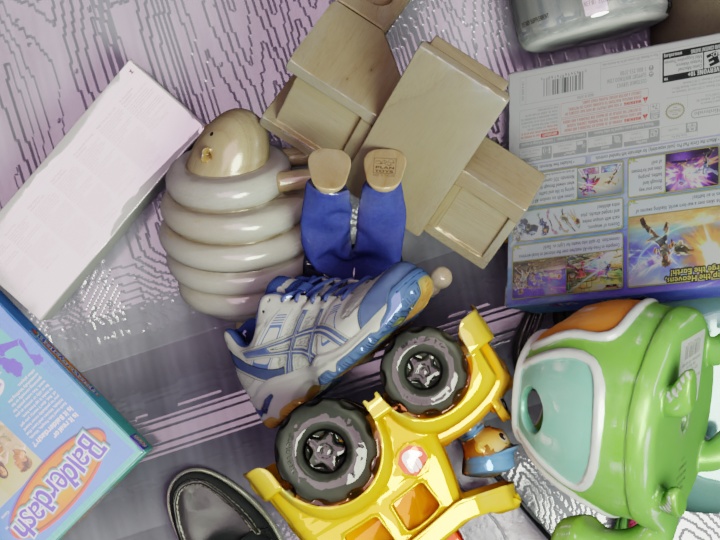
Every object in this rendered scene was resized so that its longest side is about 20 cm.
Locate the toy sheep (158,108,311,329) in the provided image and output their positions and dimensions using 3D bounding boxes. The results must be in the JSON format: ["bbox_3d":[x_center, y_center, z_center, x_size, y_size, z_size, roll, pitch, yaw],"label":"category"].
[{"bbox_3d":[-0.088,-0.028,1.391,0.137,0.138,0.201,-3,113,2],"label":"toy sheep"}]

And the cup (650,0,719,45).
[{"bbox_3d":[0.327,-0.187,1.368,0.199,0.143,0.202,0,90,2],"label":"cup"}]

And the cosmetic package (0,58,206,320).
[{"bbox_3d":[-0.213,-0.062,1.431,0.082,0.051,0.200,41,91,0],"label":"cosmetic package"}]

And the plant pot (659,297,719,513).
[{"bbox_3d":[0.263,0.090,1.360,0.199,0.161,0.202,0,90,3],"label":"plant pot"}]

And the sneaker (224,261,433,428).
[{"bbox_3d":[-0.032,0.036,1.282,0.200,0.075,0.088,-39,82,41],"label":"sneaker"}]

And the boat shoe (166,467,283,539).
[{"bbox_3d":[-0.088,0.244,1.417,0.074,0.066,0.200,-28,89,2],"label":"boat shoe"}]

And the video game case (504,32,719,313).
[{"bbox_3d":[0.198,-0.067,1.321,0.199,0.045,0.182,-7,76,39],"label":"video game case"}]

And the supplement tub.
[{"bbox_3d":[0.159,-0.276,1.384,0.122,0.123,0.201,-13,89,2],"label":"supplement tub"}]

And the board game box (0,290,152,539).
[{"bbox_3d":[-0.287,0.124,1.436,0.152,0.045,0.200,-44,88,1],"label":"board game box"}]

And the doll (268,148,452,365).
[{"bbox_3d":[0.000,0.000,1.339,0.136,0.201,0.049,0,45,-4],"label":"doll"}]

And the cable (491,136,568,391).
[{"bbox_3d":[0.144,-0.010,1.435,0.097,0.050,0.201,-14,102,-15],"label":"cable"}]

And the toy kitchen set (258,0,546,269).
[{"bbox_3d":[0.069,-0.151,1.330,0.199,0.163,0.181,33,51,0],"label":"toy kitchen set"}]

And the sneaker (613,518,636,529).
[{"bbox_3d":[0.248,0.272,1.412,0.083,0.077,0.201,-18,92,-16],"label":"sneaker"}]

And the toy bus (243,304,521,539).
[{"bbox_3d":[0.047,0.148,1.271,0.200,0.136,0.192,-37,83,0],"label":"toy bus"}]

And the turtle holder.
[{"bbox_3d":[0.177,0.106,1.233,0.131,0.141,0.186,11,133,26],"label":"turtle holder"}]

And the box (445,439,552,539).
[{"bbox_3d":[0.083,0.230,1.387,0.132,0.115,0.200,-41,88,1],"label":"box"}]
